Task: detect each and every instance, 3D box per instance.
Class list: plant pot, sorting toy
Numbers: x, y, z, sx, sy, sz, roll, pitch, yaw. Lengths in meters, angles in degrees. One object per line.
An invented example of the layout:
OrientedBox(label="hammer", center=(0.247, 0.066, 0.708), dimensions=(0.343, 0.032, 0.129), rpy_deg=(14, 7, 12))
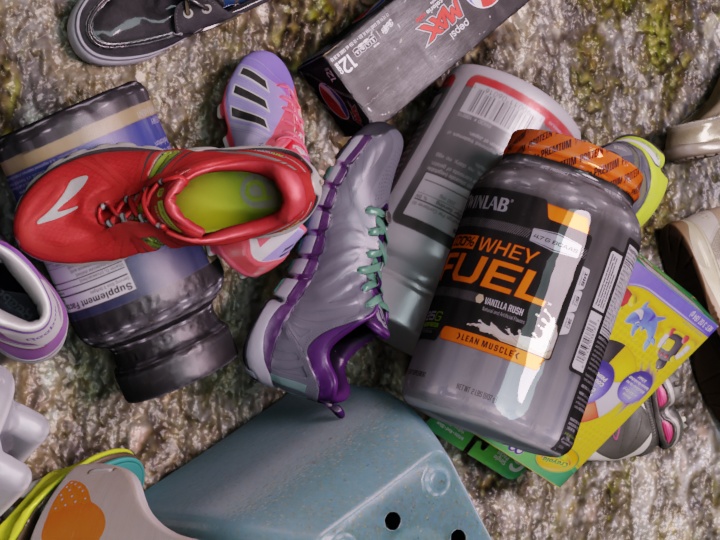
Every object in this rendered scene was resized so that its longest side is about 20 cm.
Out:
OrientedBox(label="plant pot", center=(-0.010, 0.197, 1.167), dimensions=(0.196, 0.200, 0.196), rpy_deg=(-33, 100, -29))
OrientedBox(label="sorting toy", center=(-0.119, 0.234, 1.093), dimensions=(0.107, 0.179, 0.201), rpy_deg=(-36, 113, -44))

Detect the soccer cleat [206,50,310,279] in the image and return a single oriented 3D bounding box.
OrientedBox(label="soccer cleat", center=(-0.060, -0.083, 1.196), dimensions=(0.067, 0.076, 0.201), rpy_deg=(37, 41, -32))

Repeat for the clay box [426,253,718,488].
OrientedBox(label="clay box", center=(0.153, 0.076, 1.263), dimensions=(0.115, 0.048, 0.200), rpy_deg=(33, 104, -35))

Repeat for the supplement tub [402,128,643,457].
OrientedBox(label="supplement tub", center=(0.114, 0.014, 1.158), dimensions=(0.122, 0.122, 0.201), rpy_deg=(22, 82, -20))

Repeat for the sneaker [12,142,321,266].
OrientedBox(label="sneaker", center=(-0.124, -0.045, 1.073), dimensions=(0.199, 0.085, 0.077), rpy_deg=(-9, 97, 3))

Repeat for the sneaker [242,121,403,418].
OrientedBox(label="sneaker", center=(0.000, 0.000, 1.185), dimensions=(0.087, 0.074, 0.201), rpy_deg=(25, 89, 23))

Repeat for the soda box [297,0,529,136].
OrientedBox(label="soda box", center=(0.052, -0.187, 1.288), dimensions=(0.200, 0.063, 0.071), rpy_deg=(-41, 103, -17))

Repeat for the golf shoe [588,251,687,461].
OrientedBox(label="golf shoe", center=(0.188, 0.050, 1.333), dimensions=(0.088, 0.077, 0.201), rpy_deg=(-15, 93, -12))

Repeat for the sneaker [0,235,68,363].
OrientedBox(label="sneaker", center=(-0.272, -0.022, 1.111), dimensions=(0.200, 0.114, 0.073), rpy_deg=(34, 78, 3))

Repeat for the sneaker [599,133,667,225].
OrientedBox(label="sneaker", center=(0.152, -0.014, 1.278), dimensions=(0.074, 0.081, 0.201), rpy_deg=(30, 100, 25))

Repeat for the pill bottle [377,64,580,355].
OrientedBox(label="pill bottle", center=(0.070, -0.039, 1.265), dimensions=(0.114, 0.114, 0.201), rpy_deg=(33, 78, -18))

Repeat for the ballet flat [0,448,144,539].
OrientedBox(label="ballet flat", center=(-0.229, 0.182, 1.162), dimensions=(0.200, 0.067, 0.067), rpy_deg=(-47, 138, -40))

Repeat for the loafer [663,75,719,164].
OrientedBox(label="loafer", center=(0.314, -0.145, 1.389), dimensions=(0.199, 0.076, 0.069), rpy_deg=(-28, 98, -29))

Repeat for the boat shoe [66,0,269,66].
OrientedBox(label="boat shoe", center=(-0.111, -0.201, 1.222), dimensions=(0.199, 0.066, 0.070), rpy_deg=(-21, 96, -21))

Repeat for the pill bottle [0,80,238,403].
OrientedBox(label="pill bottle", center=(-0.161, -0.017, 1.174), dimensions=(0.111, 0.112, 0.201), rpy_deg=(-26, 98, -20))

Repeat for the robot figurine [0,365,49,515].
OrientedBox(label="robot figurine", center=(-0.304, 0.087, 1.114), dimensions=(0.199, 0.113, 0.170), rpy_deg=(30, 42, -19))

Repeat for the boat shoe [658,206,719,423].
OrientedBox(label="boat shoe", center=(0.303, 0.048, 1.380), dimensions=(0.065, 0.072, 0.201), rpy_deg=(-20, 91, -19))
